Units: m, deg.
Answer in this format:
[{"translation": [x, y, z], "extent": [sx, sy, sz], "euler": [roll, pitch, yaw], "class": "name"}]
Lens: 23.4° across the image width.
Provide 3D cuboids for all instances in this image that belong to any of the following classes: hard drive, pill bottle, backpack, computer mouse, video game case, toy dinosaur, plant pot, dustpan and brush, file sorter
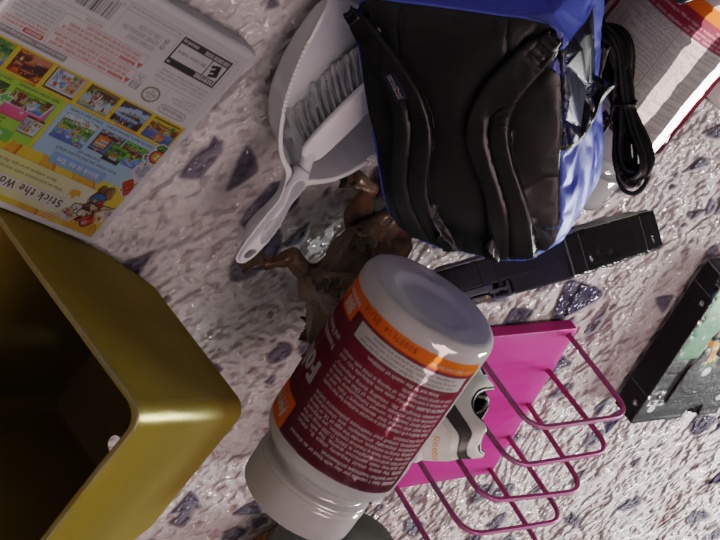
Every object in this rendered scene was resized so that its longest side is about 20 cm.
[{"translation": [0.360, 0.070, 1.784], "extent": [0.139, 0.038, 0.201], "euler": [-3, 134, -38], "class": "hard drive"}, {"translation": [0.002, 0.098, 1.301], "extent": [0.114, 0.114, 0.201], "euler": [10, 121, -46], "class": "pill bottle"}, {"translation": [0.101, -0.117, 1.211], "extent": [0.168, 0.161, 0.202], "euler": [-44, 138, -45], "class": "backpack"}, {"translation": [0.121, -0.116, 1.310], "extent": [0.198, 0.142, 0.046], "euler": [-8, 173, 35], "class": "computer mouse"}, {"translation": [-0.189, -0.114, 1.128], "extent": [0.182, 0.023, 0.199], "euler": [-47, 144, 14], "class": "video game case"}, {"translation": [0.000, 0.000, 1.366], "extent": [0.200, 0.086, 0.135], "euler": [-45, 144, 6], "class": "toy dinosaur"}, {"translation": [-0.204, 0.097, 1.223], "extent": [0.200, 0.200, 0.176], "euler": [-50, 153, 20], "class": "plant pot"}, {"translation": [-0.034, -0.092, 1.248], "extent": [0.200, 0.057, 0.139], "euler": [-47, 144, 14], "class": "dustpan and brush"}, {"translation": [0.145, -0.008, 1.402], "extent": [0.139, 0.038, 0.199], "euler": [-17, 180, 31], "class": "hard drive"}, {"translation": [0.210, -0.151, 1.343], "extent": [0.109, 0.110, 0.201], "euler": [13, 123, -47], "class": "pill bottle"}, {"translation": [0.137, 0.166, 1.631], "extent": [0.138, 0.126, 0.201], "euler": [-3, 134, -37], "class": "file sorter"}]

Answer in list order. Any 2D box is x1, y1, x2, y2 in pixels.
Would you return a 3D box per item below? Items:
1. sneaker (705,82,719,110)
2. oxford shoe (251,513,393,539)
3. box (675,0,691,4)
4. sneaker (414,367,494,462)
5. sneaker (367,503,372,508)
[{"translation": [0.367, -0.184, 1.474], "extent": [0.199, 0.081, 0.147], "euler": [18, 110, -45], "class": "sneaker"}, {"translation": [-0.041, 0.271, 1.672], "extent": [0.071, 0.072, 0.199], "euler": [-24, 156, 36], "class": "oxford shoe"}, {"translation": [0.264, -0.312, 1.206], "extent": [0.147, 0.107, 0.201], "euler": [-22, 143, -18], "class": "box"}, {"translation": [0.071, 0.089, 1.437], "extent": [0.079, 0.201, 0.074], "euler": [3, 130, 4], "class": "sneaker"}, {"translation": [0.001, 0.128, 1.486], "extent": [0.076, 0.114, 0.200], "euler": [5, 126, -44], "class": "sneaker"}]
